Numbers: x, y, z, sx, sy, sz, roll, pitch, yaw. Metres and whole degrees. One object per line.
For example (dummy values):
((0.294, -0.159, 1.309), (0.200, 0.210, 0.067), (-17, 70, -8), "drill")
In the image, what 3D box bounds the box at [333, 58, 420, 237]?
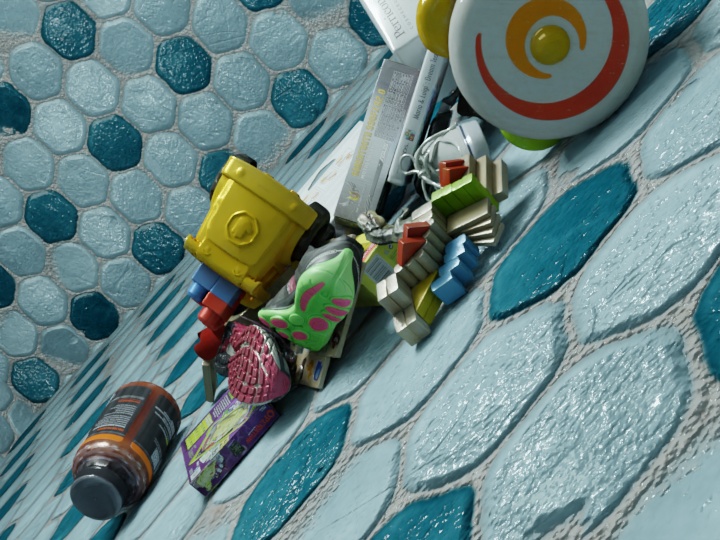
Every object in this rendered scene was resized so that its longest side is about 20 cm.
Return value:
((0.020, -0.134, 1.437), (0.158, 0.048, 0.202), (83, -155, -81), "box")

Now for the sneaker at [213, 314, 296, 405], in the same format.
((-0.104, 0.099, 1.295), (0.200, 0.074, 0.081), (-149, 76, -72), "sneaker")

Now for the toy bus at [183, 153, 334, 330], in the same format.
((-0.134, -0.017, 1.401), (0.193, 0.135, 0.200), (-58, -7, -5), "toy bus")

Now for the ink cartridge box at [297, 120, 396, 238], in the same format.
((-0.023, -0.108, 1.608), (0.200, 0.044, 0.173), (-49, 22, -2), "ink cartridge box")

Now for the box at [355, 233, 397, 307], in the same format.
((0.000, 0.000, 1.332), (0.075, 0.050, 0.200), (-51, 12, -12), "box")

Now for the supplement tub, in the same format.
((-0.316, 0.241, 1.570), (0.107, 0.107, 0.200), (-42, 12, 27), "supplement tub")

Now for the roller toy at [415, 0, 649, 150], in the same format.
((0.168, -0.221, 1.092), (0.182, 0.200, 0.140), (-38, 14, 15), "roller toy")

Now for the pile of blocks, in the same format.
((0.074, -0.033, 1.065), (0.082, 0.062, 0.201), (-5, 53, 47), "pile of blocks")

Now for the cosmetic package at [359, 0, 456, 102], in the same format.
((0.116, -0.367, 1.596), (0.199, 0.166, 0.165), (-33, -27, 8), "cosmetic package")

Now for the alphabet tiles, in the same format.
((-0.038, 0.043, 1.275), (0.200, 0.007, 0.169), (172, 115, -72), "alphabet tiles")

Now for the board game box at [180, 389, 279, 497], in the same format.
((-0.153, 0.183, 1.353), (0.120, 0.032, 0.200), (-52, 11, -3), "board game box")

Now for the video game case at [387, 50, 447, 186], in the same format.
((0.075, -0.193, 1.427), (0.200, 0.023, 0.184), (-47, -25, -83), "video game case")

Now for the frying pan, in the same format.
((0.099, -0.174, 1.415), (0.115, 0.031, 0.192), (-74, -1, -74), "frying pan")

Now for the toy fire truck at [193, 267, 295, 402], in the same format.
((-0.159, 0.072, 1.577), (0.199, 0.129, 0.176), (-28, 20, 33), "toy fire truck")

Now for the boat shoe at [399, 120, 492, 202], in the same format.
((0.086, -0.115, 1.265), (0.085, 0.075, 0.202), (-19, 8, -4), "boat shoe")

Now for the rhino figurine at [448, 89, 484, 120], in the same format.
((0.158, -0.227, 1.487), (0.087, 0.060, 0.200), (-45, 10, 1), "rhino figurine")

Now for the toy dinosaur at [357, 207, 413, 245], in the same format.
((0.085, -0.051, 1.185), (0.088, 0.048, 0.199), (-36, 21, -35), "toy dinosaur")

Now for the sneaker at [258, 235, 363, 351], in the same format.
((-0.043, 0.023, 1.198), (0.084, 0.076, 0.200), (-61, 13, -28), "sneaker")
